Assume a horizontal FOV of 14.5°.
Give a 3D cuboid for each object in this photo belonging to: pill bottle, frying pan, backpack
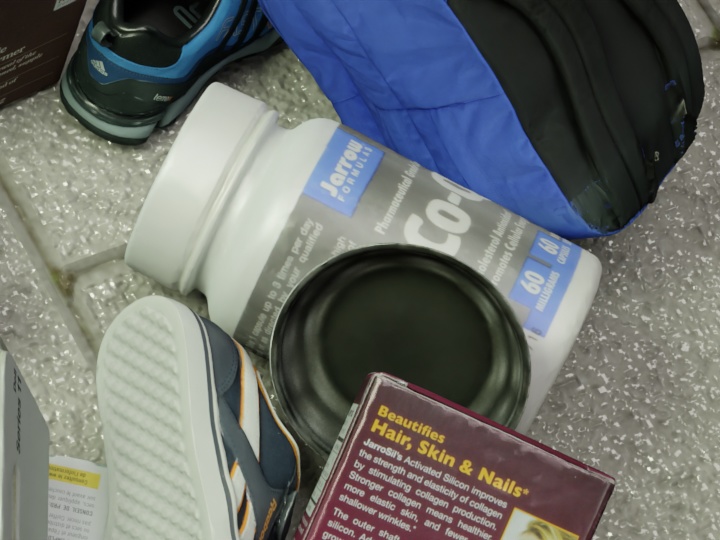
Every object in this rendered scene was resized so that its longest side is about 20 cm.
[{"bbox_3d":[0.000,0.000,1.304,0.200,0.114,0.114,27,56,0],"label":"pill bottle"},{"bbox_3d":[0.036,0.071,1.244,0.190,0.115,0.031,60,19,-16],"label":"frying pan"},{"bbox_3d":[0.063,-0.114,1.365,0.200,0.168,0.163,53,55,-22],"label":"backpack"}]

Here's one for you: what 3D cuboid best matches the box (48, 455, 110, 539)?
[{"bbox_3d":[-0.160,0.171,1.191,0.082,0.049,0.201,14,57,-8],"label":"box"}]

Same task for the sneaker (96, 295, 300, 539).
[{"bbox_3d":[-0.066,0.113,1.206,0.079,0.078,0.201,29,52,-45],"label":"sneaker"}]

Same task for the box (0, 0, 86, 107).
[{"bbox_3d":[-0.174,-0.146,1.286,0.100,0.200,0.075,-29,72,-29],"label":"box"}]

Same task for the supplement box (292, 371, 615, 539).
[{"bbox_3d":[0.014,0.154,1.181,0.110,0.086,0.200,24,87,-2],"label":"supplement box"}]

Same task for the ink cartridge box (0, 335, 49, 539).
[{"bbox_3d":[-0.229,0.116,1.142,0.199,0.083,0.147,-7,59,8],"label":"ink cartridge box"}]

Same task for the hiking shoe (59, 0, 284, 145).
[{"bbox_3d":[-0.065,-0.144,1.386,0.074,0.087,0.200,35,56,6],"label":"hiking shoe"}]
